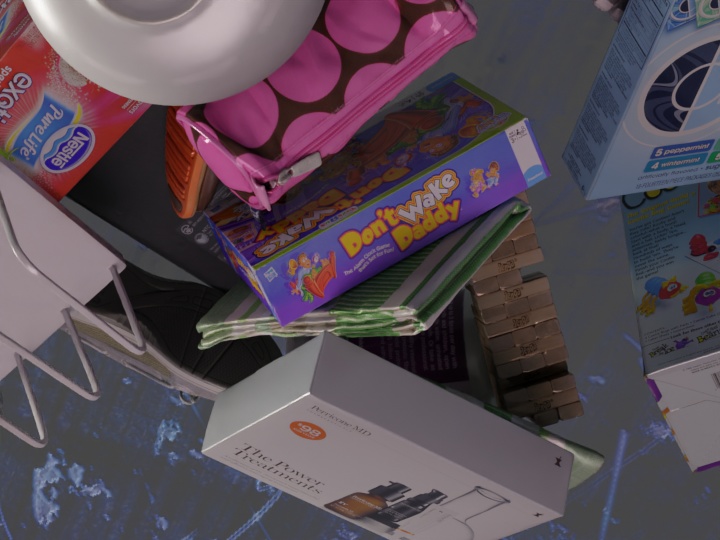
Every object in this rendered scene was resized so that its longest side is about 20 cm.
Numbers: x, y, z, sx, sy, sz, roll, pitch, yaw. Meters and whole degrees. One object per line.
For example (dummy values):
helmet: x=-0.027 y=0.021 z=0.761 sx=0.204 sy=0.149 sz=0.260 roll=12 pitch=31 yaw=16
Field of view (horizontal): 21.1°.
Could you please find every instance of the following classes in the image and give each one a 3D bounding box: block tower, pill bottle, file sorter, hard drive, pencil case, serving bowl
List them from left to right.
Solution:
file sorter: x=-0.257 y=0.052 z=1.261 sx=0.200 sy=0.125 sz=0.139 roll=-41 pitch=130 yaw=8
serving bowl: x=-0.117 y=-0.191 z=1.131 sx=0.198 sy=0.066 sz=0.202 roll=2 pitch=106 yaw=8
hard drive: x=-0.106 y=-0.059 z=1.379 sx=0.199 sy=0.033 sz=0.139 roll=33 pitch=125 yaw=-24
pencil case: x=-0.015 y=-0.123 z=1.221 sx=0.200 sy=0.094 sz=0.091 roll=-42 pitch=129 yaw=-10
pill bottle: x=0.051 y=0.074 z=1.438 sx=0.198 sy=0.113 sz=0.113 roll=-8 pitch=131 yaw=9
block tower: x=0.102 y=0.009 z=1.345 sx=0.054 sy=0.058 sz=0.202 roll=-16 pitch=96 yaw=-4

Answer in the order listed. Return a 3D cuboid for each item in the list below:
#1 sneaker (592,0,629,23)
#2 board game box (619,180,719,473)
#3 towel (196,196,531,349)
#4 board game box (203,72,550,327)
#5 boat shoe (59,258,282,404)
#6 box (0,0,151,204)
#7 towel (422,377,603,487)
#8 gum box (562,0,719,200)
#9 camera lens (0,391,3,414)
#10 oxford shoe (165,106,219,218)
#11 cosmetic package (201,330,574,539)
sneaker: x=0.168 y=-0.224 z=1.206 sx=0.199 sy=0.078 sz=0.112 roll=27 pitch=124 yaw=-33
board game box: x=0.248 y=0.020 z=1.323 sx=0.104 sy=0.201 sz=0.103 roll=-19 pitch=129 yaw=17
towel: x=0.000 y=0.000 z=1.260 sx=0.199 sy=0.153 sz=0.024 roll=-7 pitch=119 yaw=42
board game box: x=0.008 y=-0.050 z=1.262 sx=0.199 sy=0.134 sz=0.045 roll=-30 pitch=115 yaw=-8
boat shoe: x=-0.148 y=0.048 z=1.429 sx=0.201 sy=0.075 sz=0.065 roll=22 pitch=146 yaw=9
box: x=-0.209 y=-0.124 z=1.285 sx=0.099 sy=0.096 sz=0.200 roll=32 pitch=125 yaw=-26
towel: x=0.047 y=0.121 z=1.347 sx=0.199 sy=0.024 sz=0.153 roll=24 pitch=149 yaw=-14
gum box: x=0.237 y=-0.137 z=1.234 sx=0.169 sy=0.045 sz=0.201 roll=-9 pitch=144 yaw=-23
camera lens: x=-0.360 y=0.049 z=1.400 sx=0.158 sy=0.161 sz=0.201 roll=-9 pitch=131 yaw=10
oxford shoe: x=-0.078 y=-0.123 z=1.278 sx=0.072 sy=0.071 sz=0.201 roll=6 pitch=118 yaw=-29
cosmetic package: x=0.017 y=0.121 z=1.271 sx=0.199 sy=0.052 sz=0.151 roll=27 pitch=147 yaw=-21
